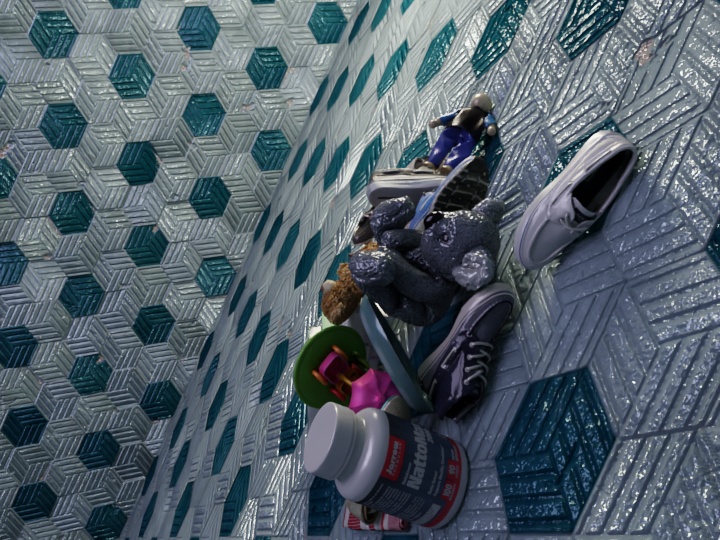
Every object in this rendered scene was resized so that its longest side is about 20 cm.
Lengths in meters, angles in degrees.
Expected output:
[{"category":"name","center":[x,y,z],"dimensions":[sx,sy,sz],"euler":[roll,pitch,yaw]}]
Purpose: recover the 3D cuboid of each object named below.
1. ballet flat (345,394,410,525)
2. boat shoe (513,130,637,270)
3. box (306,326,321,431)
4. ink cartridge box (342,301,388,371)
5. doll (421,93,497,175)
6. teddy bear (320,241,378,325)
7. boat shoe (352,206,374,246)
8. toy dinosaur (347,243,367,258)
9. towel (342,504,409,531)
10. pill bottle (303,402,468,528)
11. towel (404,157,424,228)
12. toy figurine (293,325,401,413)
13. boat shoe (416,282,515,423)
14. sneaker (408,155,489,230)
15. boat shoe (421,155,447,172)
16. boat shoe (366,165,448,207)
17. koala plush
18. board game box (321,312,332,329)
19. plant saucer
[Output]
[{"category":"ballet flat","center":[0.038,0.282,0.965],"dimensions":[0.062,0.066,0.204],"euler":[38,113,47]},{"category":"boat shoe","center":[0.264,-0.081,0.817],"dimensions":[0.203,0.072,0.066],"euler":[-60,16,19]},{"category":"box","center":[-0.092,0.235,1.349],"dimensions":[0.202,0.035,0.147],"euler":[-98,6,-56]},{"category":"ink cartridge box","center":[0.000,0.127,1.229],"dimensions":[0.118,0.066,0.204],"euler":[-95,14,-56]},{"category":"doll","center":[0.182,-0.252,1.200],"dimensions":[0.134,0.049,0.202],"euler":[19,64,34]},{"category":"teddy bear","center":[0.000,0.000,1.135],"dimensions":[0.199,0.067,0.146],"euler":[-40,26,9]},{"category":"boat shoe","center":[0.042,-0.127,1.350],"dimensions":[0.200,0.058,0.066],"euler":[-44,24,-30]},{"category":"toy dinosaur","center":[0.031,0.012,1.327],"dimensions":[0.200,0.085,0.136],"euler":[-44,35,13]},{"category":"towel","center":[0.032,0.332,1.033],"dimensions":[0.199,0.022,0.147],"euler":[-36,37,58]},{"category":"pill bottle","center":[0.031,0.250,0.860],"dimensions":[0.120,0.197,0.121],"euler":[-51,24,34]},{"category":"towel","center":[0.072,-0.095,1.219],"dimensions":[0.132,0.034,0.204],"euler":[-38,41,52]},{"category":"toy figurine","center":[0.010,0.208,1.074],"dimensions":[0.151,0.201,0.183],"euler":[-48,37,-11]},{"category":"boat shoe","center":[0.158,0.119,0.896],"dimensions":[0.202,0.073,0.094],"euler":[-58,34,27]},{"category":"sneaker","center":[0.130,-0.110,1.055],"dimensions":[0.201,0.077,0.090],"euler":[-52,30,36]},{"category":"boat shoe","center":[0.138,-0.186,1.269],"dimensions":[0.075,0.072,0.201],"euler":[-59,20,16]},{"category":"boat shoe","center":[0.108,-0.150,1.133],"dimensions":[0.073,0.195,0.072],"euler":[95,178,-54]},{"category":"koala plush","center":[0.120,-0.023,0.947],"dimensions":[0.198,0.184,0.179],"euler":[-26,27,36]},{"category":"board game box","center":[-0.060,0.186,1.308],"dimensions":[0.201,0.028,0.138],"euler":[-99,7,-68]},{"category":"plant saucer","center":[0.049,0.127,0.976],"dimensions":[0.027,0.202,0.201],"euler":[-29,25,3]}]
